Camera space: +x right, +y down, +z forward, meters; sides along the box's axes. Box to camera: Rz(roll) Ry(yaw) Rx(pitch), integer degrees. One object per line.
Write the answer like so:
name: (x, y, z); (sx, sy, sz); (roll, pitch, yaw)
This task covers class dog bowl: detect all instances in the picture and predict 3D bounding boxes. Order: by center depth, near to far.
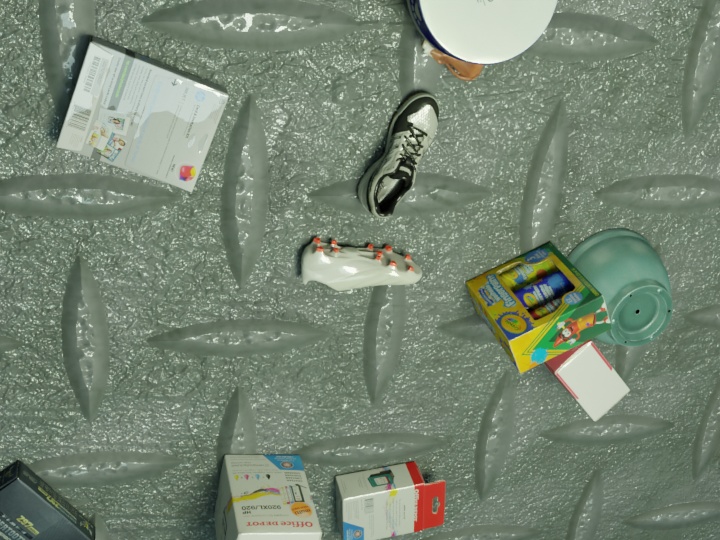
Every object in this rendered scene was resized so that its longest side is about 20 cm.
dog bowl: (0.164, -0.382, 1.206); (0.197, 0.079, 0.203); (-3, 109, -8)

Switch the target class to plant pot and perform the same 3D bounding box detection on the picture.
plant pot: (0.454, 0.048, 1.551); (0.197, 0.135, 0.203); (-6, 119, -12)

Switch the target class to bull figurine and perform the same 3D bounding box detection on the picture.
bull figurine: (0.166, -0.377, 1.286); (0.120, 0.065, 0.202); (18, 105, -16)

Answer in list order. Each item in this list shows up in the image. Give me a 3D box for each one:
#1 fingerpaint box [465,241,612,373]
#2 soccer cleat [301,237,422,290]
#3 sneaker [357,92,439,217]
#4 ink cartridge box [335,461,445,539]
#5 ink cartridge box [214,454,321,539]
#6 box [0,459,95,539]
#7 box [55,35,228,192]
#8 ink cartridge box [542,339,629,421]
fingerpaint box: (0.286, 0.054, 1.468); (0.165, 0.201, 0.074); (-25, 120, -1)
soccer cleat: (0.000, 0.000, 1.440); (0.197, 0.070, 0.078); (9, 120, -12)
sneaker: (0.070, -0.168, 1.355); (0.075, 0.088, 0.202); (20, 109, -22)
ink cartridge box: (0.056, 0.432, 1.679); (0.197, 0.067, 0.118); (-7, 120, -12)
ink cartridge box: (-0.164, 0.437, 1.541); (0.145, 0.201, 0.147); (5, 116, -18)
box: (-0.570, 0.434, 1.511); (0.157, 0.051, 0.201); (-34, 121, 2)
box: (-0.303, -0.214, 1.251); (0.198, 0.041, 0.157); (17, 111, -22)
ink cartridge box: (0.347, 0.139, 1.531); (0.083, 0.200, 0.147); (-41, 120, 5)
